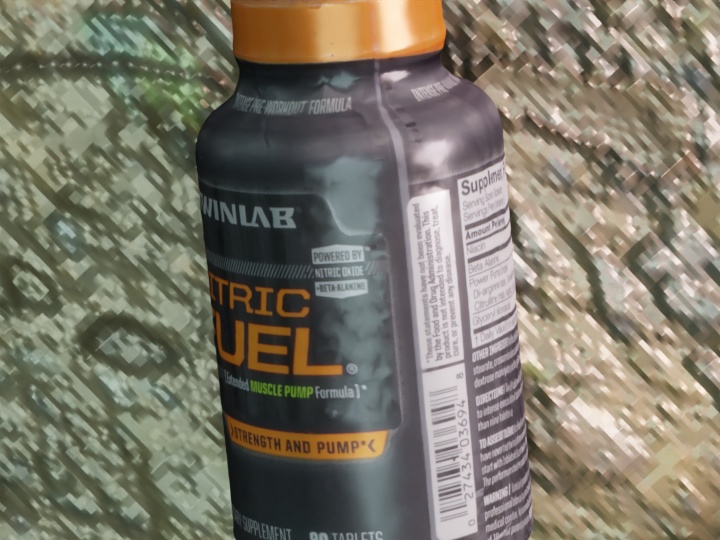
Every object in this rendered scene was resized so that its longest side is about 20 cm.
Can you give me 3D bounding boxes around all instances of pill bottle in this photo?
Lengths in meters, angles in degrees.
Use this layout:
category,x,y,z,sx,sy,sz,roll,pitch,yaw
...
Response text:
category,x,y,z,sx,sy,sz,roll,pitch,yaw
pill bottle,0.000,0.000,0.938,0.106,0.106,0.201,-5,103,4
